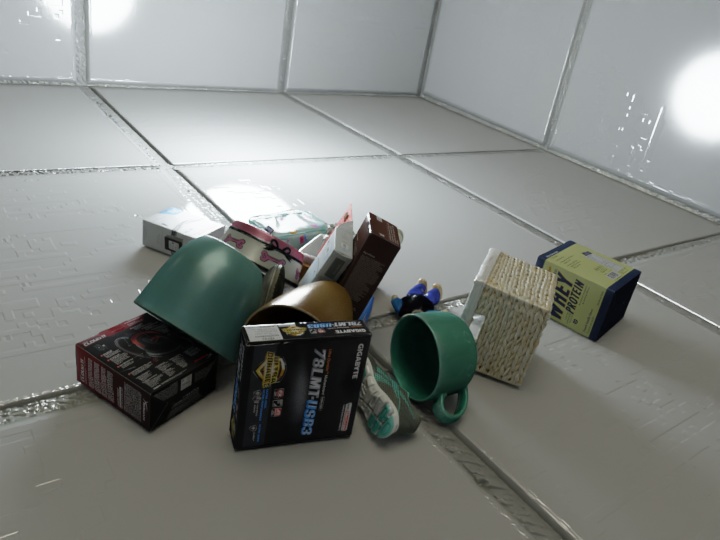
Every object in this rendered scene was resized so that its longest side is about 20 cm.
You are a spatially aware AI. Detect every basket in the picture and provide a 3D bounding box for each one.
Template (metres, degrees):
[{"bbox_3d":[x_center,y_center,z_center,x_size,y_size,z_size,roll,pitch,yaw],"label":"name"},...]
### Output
[{"bbox_3d":[0.293,0.092,1.281,0.158,0.202,0.200,21,27,11],"label":"basket"}]

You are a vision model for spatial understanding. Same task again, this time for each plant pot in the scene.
[{"bbox_3d":[-0.262,0.040,1.083,0.198,0.163,0.201,29,-14,8],"label":"plant pot"},{"bbox_3d":[-0.086,0.100,1.107,0.183,0.190,0.200,17,29,12],"label":"plant pot"}]

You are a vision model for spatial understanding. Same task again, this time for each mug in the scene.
[{"bbox_3d":[0.142,0.169,1.144,0.112,0.190,0.151,-4,5,-33],"label":"mug"}]

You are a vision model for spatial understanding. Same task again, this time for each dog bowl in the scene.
[{"bbox_3d":[-0.209,-0.039,1.337,0.197,0.075,0.200,27,-6,3],"label":"dog bowl"}]

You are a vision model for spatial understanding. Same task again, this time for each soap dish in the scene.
[{"bbox_3d":[-0.047,-0.004,1.461,0.196,0.083,0.157,18,27,15],"label":"soap dish"}]

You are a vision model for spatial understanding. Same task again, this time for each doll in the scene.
[{"bbox_3d":[0.135,0.080,1.405,0.134,0.049,0.200,18,27,16],"label":"doll"}]

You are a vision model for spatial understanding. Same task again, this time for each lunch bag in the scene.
[{"bbox_3d":[-0.188,-0.097,1.592,0.197,0.079,0.160,-11,34,-38],"label":"lunch bag"}]

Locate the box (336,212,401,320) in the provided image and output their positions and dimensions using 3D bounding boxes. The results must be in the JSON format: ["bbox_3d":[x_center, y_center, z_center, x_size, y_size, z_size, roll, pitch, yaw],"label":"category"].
[{"bbox_3d":[0.000,0.000,1.226,0.074,0.202,0.101,23,25,-13],"label":"box"}]

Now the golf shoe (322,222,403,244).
[{"bbox_3d":[0.014,-0.052,1.432,0.195,0.079,0.098,-4,47,-18],"label":"golf shoe"}]

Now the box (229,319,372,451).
[{"bbox_3d":[-0.093,0.174,0.952,0.194,0.204,0.050,0,29,-23],"label":"box"}]

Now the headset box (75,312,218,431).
[{"bbox_3d":[-0.357,0.155,1.027,0.197,0.076,0.148,24,28,24],"label":"headset box"}]

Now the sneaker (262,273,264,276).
[{"bbox_3d":[-0.274,0.018,1.360,0.197,0.077,0.079,23,10,16],"label":"sneaker"}]

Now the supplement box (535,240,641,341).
[{"bbox_3d":[0.548,0.043,1.546,0.198,0.137,0.198,29,31,33],"label":"supplement box"}]

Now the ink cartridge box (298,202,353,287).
[{"bbox_3d":[-0.072,-0.037,1.281,0.047,0.161,0.202,24,34,-19],"label":"ink cartridge box"}]

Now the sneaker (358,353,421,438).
[{"bbox_3d":[0.040,0.218,1.089,0.090,0.079,0.201,15,25,-29],"label":"sneaker"}]

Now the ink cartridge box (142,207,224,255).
[{"bbox_3d":[-0.402,-0.079,1.482,0.196,0.068,0.116,19,26,15],"label":"ink cartridge box"}]

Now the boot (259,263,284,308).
[{"bbox_3d":[-0.259,0.050,1.211,0.196,0.073,0.185,14,68,11],"label":"boot"}]

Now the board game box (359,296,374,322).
[{"bbox_3d":[-0.066,0.095,1.297,0.149,0.046,0.200,16,26,9],"label":"board game box"}]
